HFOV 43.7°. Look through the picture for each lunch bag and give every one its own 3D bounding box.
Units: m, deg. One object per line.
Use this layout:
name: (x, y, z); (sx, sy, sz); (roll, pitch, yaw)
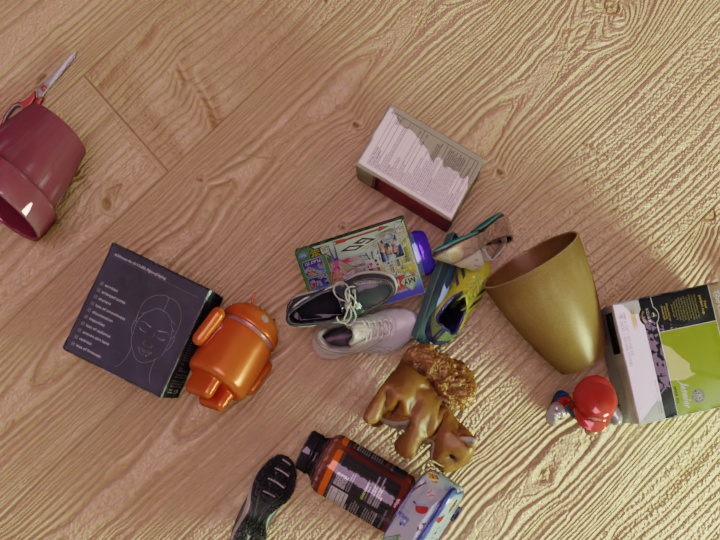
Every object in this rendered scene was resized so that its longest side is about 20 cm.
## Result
lunch bag: (0.103, 0.412, 1.475); (0.075, 0.200, 0.162); (30, 83, 19)

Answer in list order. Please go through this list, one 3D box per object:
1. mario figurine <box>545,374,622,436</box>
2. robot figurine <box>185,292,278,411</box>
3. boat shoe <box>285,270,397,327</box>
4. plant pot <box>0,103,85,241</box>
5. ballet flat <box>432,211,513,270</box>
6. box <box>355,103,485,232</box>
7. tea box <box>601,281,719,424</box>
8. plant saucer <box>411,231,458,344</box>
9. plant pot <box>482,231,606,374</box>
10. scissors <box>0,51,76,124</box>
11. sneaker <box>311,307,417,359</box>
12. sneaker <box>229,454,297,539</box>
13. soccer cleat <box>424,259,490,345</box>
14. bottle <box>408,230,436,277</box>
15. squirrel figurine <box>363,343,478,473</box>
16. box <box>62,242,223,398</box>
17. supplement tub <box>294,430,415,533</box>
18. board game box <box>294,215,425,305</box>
mario figurine: (0.370, 0.241, 1.489); (0.122, 0.200, 0.107); (-36, 82, -4)
robot figurine: (-0.217, 0.139, 1.543); (0.142, 0.117, 0.202); (34, 65, -2)
boat shoe: (-0.033, 0.052, 1.513); (0.195, 0.062, 0.077); (-11, 105, 7)
plant pot: (-0.589, -0.184, 1.582); (0.198, 0.201, 0.181); (32, 68, 5)
ballet flat: (0.204, -0.041, 1.563); (0.198, 0.068, 0.068); (-28, 93, -37)
box: (0.104, -0.180, 1.600); (0.197, 0.109, 0.130); (31, 84, 5)
tea box: (0.526, 0.143, 1.535); (0.192, 0.134, 0.205); (-10, 82, 0)
plant saucer: (0.136, 0.034, 1.590); (0.019, 0.070, 0.204); (14, 79, 27)
plant pot: (0.337, 0.067, 1.540); (0.184, 0.186, 0.203); (-31, 95, -4)
scissors: (-0.605, -0.334, 1.681); (0.072, 0.014, 0.204); (24, 84, 6)
sneaker: (0.010, 0.112, 1.564); (0.195, 0.099, 0.080); (-15, 82, -1)
sneaker: (-0.176, 0.408, 1.539); (0.073, 0.079, 0.203); (32, 66, -12)
soccer cleat: (0.181, 0.045, 1.561); (0.064, 0.084, 0.201); (37, 63, -2)
bottle: (0.033, -0.004, 1.597); (0.196, 0.065, 0.085); (-19, 87, -2)
squirrel figurine: (0.128, 0.234, 1.521); (0.184, 0.142, 0.202); (31, 76, 13)
box: (-0.373, 0.090, 1.561); (0.197, 0.124, 0.200); (25, 84, 5)
supplement tub: (-0.012, 0.351, 1.525); (0.197, 0.107, 0.108); (29, 83, 8)
board game box: (0.000, 0.000, 1.543); (0.196, 0.029, 0.137); (-17, 104, 9)
